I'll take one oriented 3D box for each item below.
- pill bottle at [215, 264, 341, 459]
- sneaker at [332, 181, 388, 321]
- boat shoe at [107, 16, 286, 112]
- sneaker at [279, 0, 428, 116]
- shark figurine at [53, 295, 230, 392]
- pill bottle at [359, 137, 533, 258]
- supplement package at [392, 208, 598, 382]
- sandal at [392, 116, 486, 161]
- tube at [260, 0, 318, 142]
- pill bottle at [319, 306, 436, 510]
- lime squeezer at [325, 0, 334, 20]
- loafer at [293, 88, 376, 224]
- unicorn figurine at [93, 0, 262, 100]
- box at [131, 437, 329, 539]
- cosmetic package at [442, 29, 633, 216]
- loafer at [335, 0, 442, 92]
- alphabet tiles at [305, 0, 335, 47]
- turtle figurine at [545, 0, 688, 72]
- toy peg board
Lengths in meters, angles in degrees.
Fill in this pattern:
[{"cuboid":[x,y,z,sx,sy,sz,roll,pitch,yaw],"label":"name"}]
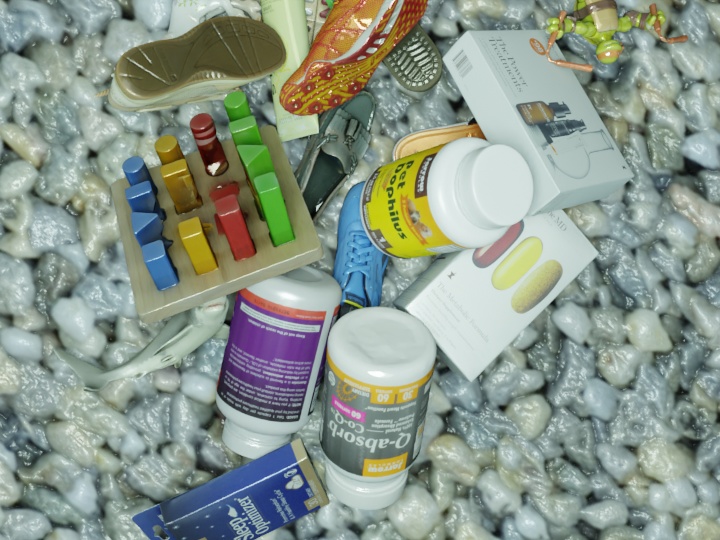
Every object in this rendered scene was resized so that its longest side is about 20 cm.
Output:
[{"cuboid":[-0.093,0.096,1.042,0.110,0.113,0.204,13,104,-6],"label":"pill bottle"},{"cuboid":[0.000,0.000,1.081,0.064,0.078,0.205,9,88,-4],"label":"sneaker"},{"cuboid":[-0.169,-0.210,1.004,0.198,0.065,0.073,-25,88,-32],"label":"boat shoe"},{"cuboid":[-0.013,-0.245,1.026,0.200,0.073,0.077,-44,57,2],"label":"sneaker"},{"cuboid":[-0.222,0.063,1.072,0.212,0.128,0.091,-31,68,13],"label":"shark figurine"},{"cuboid":[0.088,-0.074,1.003,0.107,0.199,0.112,3,84,-30],"label":"pill bottle"},{"cuboid":[0.147,0.009,1.079,0.200,0.110,0.114,-45,95,-4],"label":"supplement package"},{"cuboid":[0.139,-0.140,1.101,0.202,0.059,0.081,-13,93,-5],"label":"sandal"},{"cuboid":[-0.080,-0.249,1.070,0.051,0.058,0.205,-6,94,2],"label":"tube"},{"cuboid":[0.014,0.150,1.028,0.114,0.117,0.203,2,123,-6],"label":"pill bottle"},{"cuboid":[-0.035,-0.263,1.093,0.069,0.038,0.205,-3,92,27],"label":"lime squeezer"},{"cuboid":[-0.036,-0.111,1.075,0.071,0.063,0.202,32,90,-30],"label":"loafer"},{"cuboid":[-0.190,-0.246,1.067,0.135,0.074,0.204,16,74,0],"label":"unicorn figurine"},{"cuboid":[-0.138,0.262,1.054,0.197,0.122,0.033,-23,53,-4],"label":"box"},{"cuboid":[0.194,-0.166,1.045,0.149,0.052,0.203,-13,71,-45],"label":"cosmetic package"},{"cuboid":[0.027,-0.279,1.080,0.075,0.067,0.203,-28,78,5],"label":"loafer"},{"cuboid":[-0.027,-0.350,1.107,0.163,0.008,0.205,8,90,-6],"label":"alphabet tiles"},{"cuboid":[0.280,-0.308,1.112,0.196,0.064,0.165,-12,88,-19],"label":"turtle figurine"},{"cuboid":[-0.164,-0.081,0.998,0.195,0.099,0.202,-20,50,-5],"label":"toy peg board"}]
